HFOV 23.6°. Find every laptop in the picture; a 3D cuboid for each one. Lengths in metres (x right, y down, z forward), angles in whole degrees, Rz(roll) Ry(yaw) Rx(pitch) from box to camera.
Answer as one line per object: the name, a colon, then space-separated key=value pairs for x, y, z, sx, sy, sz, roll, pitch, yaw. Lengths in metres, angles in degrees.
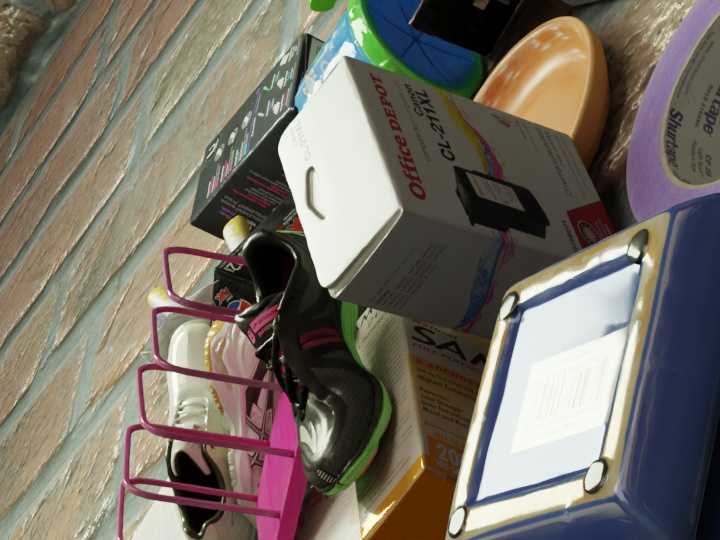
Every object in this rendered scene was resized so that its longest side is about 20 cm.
laptop: x=0.088 y=-0.296 z=1.408 sx=0.201 sy=0.103 sz=0.177 roll=-60 pitch=-22 yaw=12

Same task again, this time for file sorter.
file sorter: x=-0.099 y=0.098 z=1.227 sx=0.139 sy=0.124 sz=0.201 roll=-111 pitch=33 yaw=-71

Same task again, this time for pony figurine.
pony figurine: x=-0.108 y=0.047 z=1.539 sx=0.193 sy=0.167 sz=0.200 roll=-42 pitch=34 yaw=-16

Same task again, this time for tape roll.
tape roll: x=0.241 y=-0.089 z=0.948 sx=0.200 sy=0.085 sz=0.201 roll=-49 pitch=25 yaw=32

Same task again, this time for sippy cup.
sippy cup: x=0.016 y=-0.166 z=1.489 sx=0.130 sy=0.139 sz=0.179 roll=-43 pitch=31 yaw=36

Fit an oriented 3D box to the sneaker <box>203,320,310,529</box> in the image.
sneaker: x=-0.058 y=0.126 z=1.347 sx=0.087 sy=0.201 sz=0.076 roll=-5 pitch=28 yaw=18

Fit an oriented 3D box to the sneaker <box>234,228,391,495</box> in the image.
sneaker: x=-0.038 y=0.055 z=1.069 sx=0.077 sy=0.083 sz=0.201 roll=-48 pitch=40 yaw=30

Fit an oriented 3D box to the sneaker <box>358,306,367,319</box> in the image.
sneaker: x=0.000 y=0.000 z=1.359 sx=0.200 sy=0.067 sz=0.091 roll=-71 pitch=-18 yaw=-73

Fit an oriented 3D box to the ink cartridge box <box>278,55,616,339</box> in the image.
ink cartridge box: x=0.062 y=-0.038 z=1.108 sx=0.083 sy=0.199 sz=0.146 roll=-49 pitch=42 yaw=32

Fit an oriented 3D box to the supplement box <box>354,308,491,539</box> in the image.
supplement box: x=0.062 y=0.104 z=1.089 sx=0.074 sy=0.125 sz=0.201 roll=-54 pitch=24 yaw=26

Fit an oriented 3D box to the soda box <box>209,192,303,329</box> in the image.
soda box: x=-0.051 y=-0.012 z=1.447 sx=0.200 sy=0.063 sz=0.071 roll=-48 pitch=-28 yaw=-50

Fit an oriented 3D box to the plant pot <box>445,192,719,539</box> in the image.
plant pot: x=0.159 y=0.088 z=0.802 sx=0.200 sy=0.179 sz=0.201 roll=-29 pitch=39 yaw=57

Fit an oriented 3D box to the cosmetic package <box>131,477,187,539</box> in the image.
cosmetic package: x=-0.144 y=0.244 z=1.527 sx=0.151 sy=0.051 sz=0.200 roll=-61 pitch=21 yaw=13

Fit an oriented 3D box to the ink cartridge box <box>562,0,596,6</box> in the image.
ink cartridge box: x=0.200 y=-0.287 z=1.276 sx=0.147 sy=0.084 sz=0.200 roll=-67 pitch=20 yaw=-6

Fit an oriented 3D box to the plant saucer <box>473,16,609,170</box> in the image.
plant saucer: x=0.126 y=-0.094 z=1.296 sx=0.200 sy=0.037 sz=0.201 roll=-49 pitch=26 yaw=34

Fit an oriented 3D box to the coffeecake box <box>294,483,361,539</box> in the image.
coffeecake box: x=0.010 y=0.214 z=1.157 sx=0.154 sy=0.073 sz=0.201 roll=-50 pitch=25 yaw=37

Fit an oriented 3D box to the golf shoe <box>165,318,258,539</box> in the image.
golf shoe: x=-0.123 y=0.131 z=1.385 sx=0.078 sy=0.097 sz=0.201 roll=-15 pitch=75 yaw=12

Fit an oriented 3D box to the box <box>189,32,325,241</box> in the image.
box: x=-0.059 y=-0.109 z=1.635 sx=0.200 sy=0.122 sz=0.107 roll=-43 pitch=29 yaw=43
